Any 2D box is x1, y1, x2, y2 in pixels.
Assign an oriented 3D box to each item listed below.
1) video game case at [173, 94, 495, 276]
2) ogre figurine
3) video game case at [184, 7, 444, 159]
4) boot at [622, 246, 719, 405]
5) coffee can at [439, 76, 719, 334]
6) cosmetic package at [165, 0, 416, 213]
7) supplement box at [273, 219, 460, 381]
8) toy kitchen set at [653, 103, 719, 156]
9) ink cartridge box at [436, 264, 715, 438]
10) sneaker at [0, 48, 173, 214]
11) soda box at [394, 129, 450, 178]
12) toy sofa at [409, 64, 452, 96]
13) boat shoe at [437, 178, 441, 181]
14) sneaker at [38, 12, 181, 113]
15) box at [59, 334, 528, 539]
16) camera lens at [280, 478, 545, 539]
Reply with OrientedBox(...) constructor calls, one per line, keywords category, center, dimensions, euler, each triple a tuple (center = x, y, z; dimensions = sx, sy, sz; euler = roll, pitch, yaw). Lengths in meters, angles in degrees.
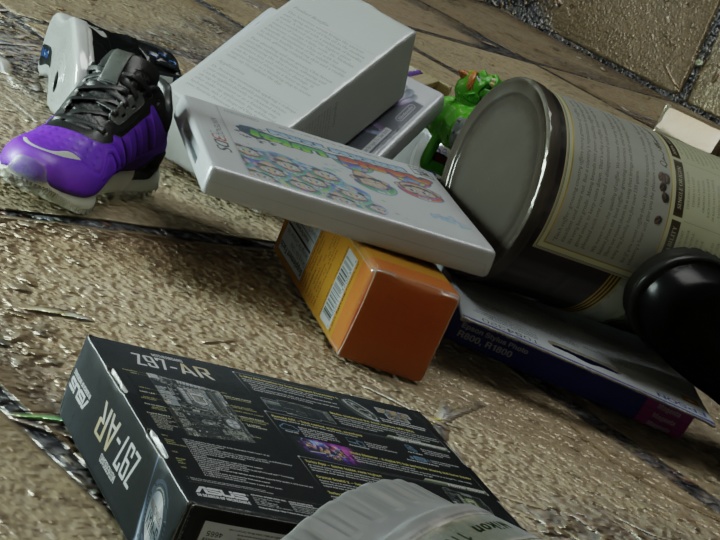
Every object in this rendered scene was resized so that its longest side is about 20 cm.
OrientedBox(category="video game case", center=(-0.022, -0.060, 1.229), dimensions=(0.199, 0.024, 0.182), euler=(17, 15, -17))
OrientedBox(category="ogre figurine", center=(0.119, -0.109, 1.542), dimensions=(0.119, 0.099, 0.200), euler=(18, 29, -15))
OrientedBox(category="video game case", center=(-0.056, -0.128, 1.480), dimensions=(0.181, 0.023, 0.200), euler=(28, 47, 18))
OrientedBox(category="boot", center=(0.277, 0.082, 1.221), dimensions=(0.211, 0.079, 0.158), euler=(37, 14, -30))
OrientedBox(category="coffee can", center=(0.174, -0.037, 1.302), dimensions=(0.199, 0.147, 0.146), euler=(18, 15, -24))
OrientedBox(category="cosmetic package", center=(-0.055, -0.140, 1.425), dimensions=(0.101, 0.072, 0.200), euler=(31, 48, 21))
OrientedBox(category="supplement box", center=(0.000, 0.000, 1.223), dimensions=(0.066, 0.069, 0.200), euler=(19, 17, -21))
OrientedBox(category="toy kitchen set", center=(0.269, -0.060, 1.668), dimensions=(0.199, 0.164, 0.180), euler=(28, 15, 18))
OrientedBox(category="ink cartridge box", center=(0.144, 0.054, 1.307), dimensions=(0.195, 0.044, 0.200), euler=(23, 16, -7))
OrientedBox(category="sneaker", center=(-0.180, -0.101, 1.223), dimensions=(0.069, 0.100, 0.200), euler=(24, 13, 10))
OrientedBox(category="soda box", center=(0.118, -0.070, 1.667), dimensions=(0.200, 0.064, 0.068), euler=(35, 18, 37))
OrientedBox(category="toy sofa", center=(0.015, -0.162, 1.794), dimensions=(0.097, 0.083, 0.200), euler=(27, 15, 9))
OrientedBox(category="boat shoe", center=(0.103, -0.040, 1.512), dimensions=(0.091, 0.071, 0.200), euler=(37, 21, 29))
OrientedBox(category="sneaker", center=(-0.193, -0.159, 1.460), dimensions=(0.111, 0.074, 0.200), euler=(14, 15, -19))
OrientedBox(category="box", center=(-0.026, 0.102, 0.853), dimensions=(0.199, 0.044, 0.160), euler=(15, 17, -31))
OrientedBox(category="camera lens", center=(0.052, 0.170, 0.497), dimensions=(0.199, 0.161, 0.160), euler=(31, 16, 27))
